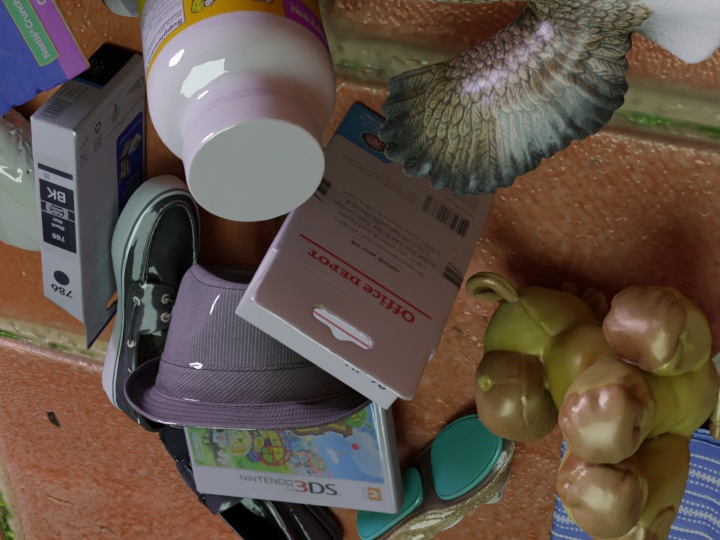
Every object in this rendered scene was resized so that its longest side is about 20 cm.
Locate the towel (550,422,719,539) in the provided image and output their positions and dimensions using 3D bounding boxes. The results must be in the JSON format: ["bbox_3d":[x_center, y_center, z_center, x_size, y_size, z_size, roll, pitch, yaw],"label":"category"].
[{"bbox_3d":[0.219,0.181,1.010,0.143,0.024,0.202,12,132,15],"label":"towel"}]

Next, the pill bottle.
[{"bbox_3d":[-0.070,-0.126,0.737,0.103,0.202,0.105,-8,141,-7],"label":"pill bottle"}]

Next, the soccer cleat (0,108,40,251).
[{"bbox_3d":[-0.261,-0.096,0.956,0.076,0.070,0.201,-4,134,23],"label":"soccer cleat"}]

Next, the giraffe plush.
[{"bbox_3d":[0.141,0.065,0.860,0.161,0.200,0.175,17,131,34],"label":"giraffe plush"}]

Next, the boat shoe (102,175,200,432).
[{"bbox_3d":[-0.144,0.028,0.970,0.057,0.068,0.202,40,130,37],"label":"boat shoe"}]

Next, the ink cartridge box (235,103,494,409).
[{"bbox_3d":[0.000,0.000,0.827,0.115,0.201,0.067,32,134,-6],"label":"ink cartridge box"}]

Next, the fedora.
[{"bbox_3d":[-0.070,0.041,0.891,0.174,0.200,0.092,2,96,9],"label":"fedora"}]

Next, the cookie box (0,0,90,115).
[{"bbox_3d":[-0.250,-0.196,0.777,0.200,0.075,0.173,42,160,56],"label":"cookie box"}]

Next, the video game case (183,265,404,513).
[{"bbox_3d":[-0.063,0.092,1.027,0.179,0.022,0.203,2,115,22],"label":"video game case"}]

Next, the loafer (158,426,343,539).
[{"bbox_3d":[-0.097,0.195,1.131,0.200,0.063,0.072,43,132,-15],"label":"loafer"}]

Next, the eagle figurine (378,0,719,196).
[{"bbox_3d":[0.088,-0.140,0.707,0.153,0.198,0.151,62,175,9],"label":"eagle figurine"}]

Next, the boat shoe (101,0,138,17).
[{"bbox_3d":[-0.170,-0.246,0.781,0.065,0.072,0.202,7,132,27],"label":"boat shoe"}]

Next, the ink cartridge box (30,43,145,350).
[{"bbox_3d":[-0.188,-0.049,0.937,0.039,0.100,0.202,17,132,11],"label":"ink cartridge box"}]

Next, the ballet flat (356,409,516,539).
[{"bbox_3d":[0.073,0.167,1.046,0.065,0.071,0.200,16,144,-30],"label":"ballet flat"}]
